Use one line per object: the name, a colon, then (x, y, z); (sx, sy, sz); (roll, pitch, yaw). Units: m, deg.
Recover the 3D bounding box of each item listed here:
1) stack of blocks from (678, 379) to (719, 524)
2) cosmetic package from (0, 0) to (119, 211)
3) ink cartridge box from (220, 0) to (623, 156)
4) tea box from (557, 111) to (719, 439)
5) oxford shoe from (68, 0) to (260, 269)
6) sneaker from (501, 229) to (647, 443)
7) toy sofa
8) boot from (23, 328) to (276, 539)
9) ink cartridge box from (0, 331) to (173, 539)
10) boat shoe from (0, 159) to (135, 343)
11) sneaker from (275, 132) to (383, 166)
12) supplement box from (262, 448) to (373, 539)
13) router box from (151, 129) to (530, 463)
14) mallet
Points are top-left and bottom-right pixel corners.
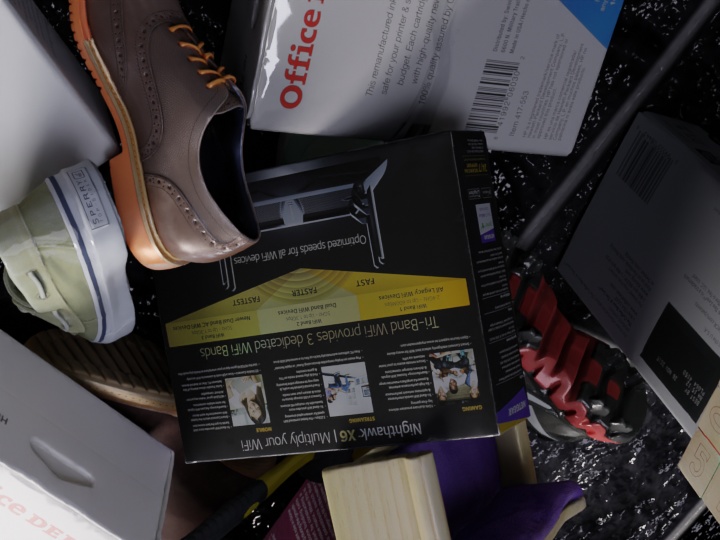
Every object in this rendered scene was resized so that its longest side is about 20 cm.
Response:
stack of blocks: (0.267, 0.048, 0.677); (0.114, 0.059, 0.201); (7, 119, -22)
cosmetic package: (-0.217, -0.120, 0.630); (0.101, 0.074, 0.200); (-30, 130, 1)
ink cartridge box: (0.036, -0.150, 0.693); (0.199, 0.086, 0.147); (3, 121, -21)
tea box: (0.272, 0.015, 0.821); (0.196, 0.200, 0.134); (11, 118, -28)
oxford shoe: (-0.094, -0.103, 0.651); (0.073, 0.071, 0.201); (-6, 104, 28)
sneaker: (0.101, 0.048, 0.855); (0.200, 0.071, 0.098); (45, 141, -17)
toy sofa: (0.063, 0.126, 0.742); (0.097, 0.200, 0.083); (-12, 91, 22)
boot: (-0.152, 0.130, 0.819); (0.199, 0.072, 0.167); (19, 111, -35)
ink cartridge box: (-0.230, 0.142, 0.737); (0.200, 0.086, 0.146); (-35, 119, 26)
boat shoe: (-0.162, -0.004, 0.683); (0.062, 0.072, 0.200); (-20, 165, -14)
sneaker: (0.000, 0.000, 0.762); (0.073, 0.118, 0.201); (-13, 125, -10)
supplement box: (-0.001, 0.226, 0.906); (0.103, 0.131, 0.200); (22, 114, -32)
router box: (-0.017, 0.018, 0.701); (0.199, 0.052, 0.158); (-8, 91, 27)
mallet: (-0.057, 0.126, 0.792); (0.200, 0.041, 0.066); (-25, 136, -60)
